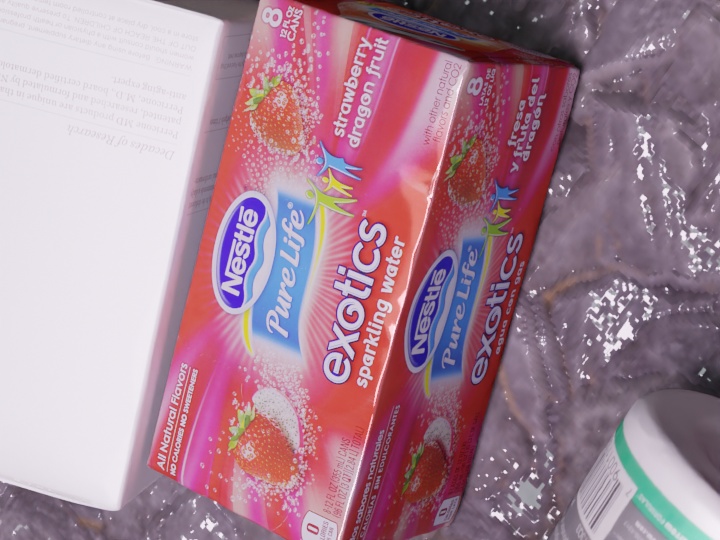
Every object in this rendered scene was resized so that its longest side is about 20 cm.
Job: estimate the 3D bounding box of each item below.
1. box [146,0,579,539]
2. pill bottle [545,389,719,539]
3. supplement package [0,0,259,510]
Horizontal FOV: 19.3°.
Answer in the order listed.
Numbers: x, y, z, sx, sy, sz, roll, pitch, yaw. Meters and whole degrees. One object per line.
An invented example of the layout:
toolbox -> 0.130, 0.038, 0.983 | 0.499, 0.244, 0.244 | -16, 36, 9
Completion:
box -> 0.000, 0.000, 0.833 | 0.099, 0.095, 0.202 | 23, 105, 30
pill bottle -> 0.100, 0.153, 0.772 | 0.113, 0.113, 0.201 | 39, 113, 24
supplement package -> -0.115, -0.021, 0.875 | 0.116, 0.117, 0.202 | 14, 100, 9
